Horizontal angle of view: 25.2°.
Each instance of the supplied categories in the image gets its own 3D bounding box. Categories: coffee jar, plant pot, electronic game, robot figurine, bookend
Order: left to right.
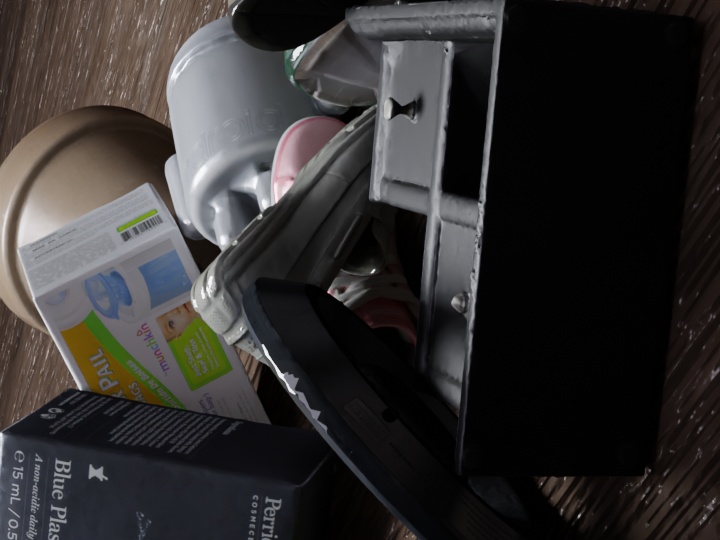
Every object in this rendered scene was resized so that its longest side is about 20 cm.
[{"bbox_3d":[-0.179,-0.018,1.290,0.174,0.200,0.201,26,113,50],"label":"plant pot"},{"bbox_3d":[-0.068,-0.092,1.074,0.169,0.113,0.201,-36,47,24],"label":"robot figurine"},{"bbox_3d":[-0.004,-0.204,0.949,0.104,0.085,0.201,-41,47,45],"label":"coffee jar"},{"bbox_3d":[0.017,0.079,0.757,0.042,0.200,0.200,-43,31,5],"label":"electronic game"},{"bbox_3d":[0.059,-0.025,0.763,0.200,0.092,0.200,-156,70,-69],"label":"bookend"}]

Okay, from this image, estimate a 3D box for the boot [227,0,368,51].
[{"bbox_3d":[0.000,-0.222,0.848,0.200,0.073,0.151,-35,51,19],"label":"boot"}]

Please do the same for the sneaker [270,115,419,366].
[{"bbox_3d":[0.000,0.000,0.936,0.105,0.075,0.201,154,109,-71],"label":"sneaker"}]

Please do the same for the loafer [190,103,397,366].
[{"bbox_3d":[-0.011,-0.028,0.884,0.200,0.070,0.070,-48,6,-28],"label":"loafer"}]

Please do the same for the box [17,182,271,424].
[{"bbox_3d":[-0.150,0.059,1.154,0.201,0.112,0.101,66,172,-26],"label":"box"}]

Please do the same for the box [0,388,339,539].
[{"bbox_3d":[-0.128,0.198,1.041,0.117,0.199,0.198,-39,-44,-76],"label":"box"}]
